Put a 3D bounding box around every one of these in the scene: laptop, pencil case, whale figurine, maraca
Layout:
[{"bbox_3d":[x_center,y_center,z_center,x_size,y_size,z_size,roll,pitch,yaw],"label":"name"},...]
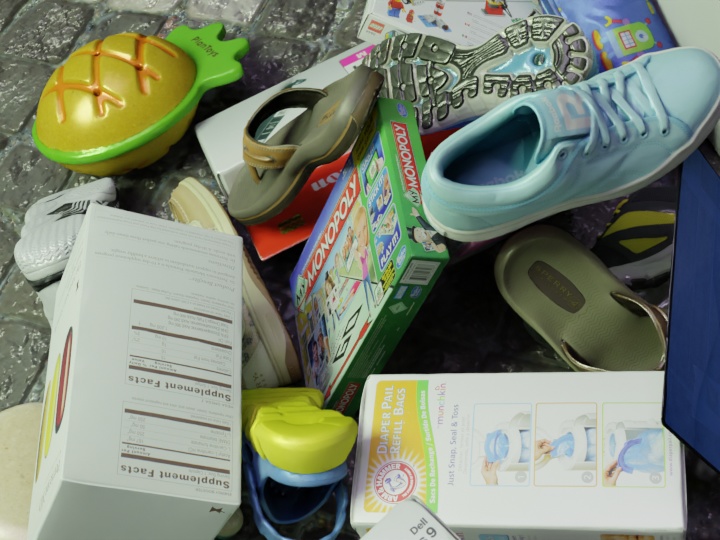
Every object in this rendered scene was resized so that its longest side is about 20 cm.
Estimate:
[{"bbox_3d":[0.277,0.037,0.775,0.197,0.116,0.190,9,68,3],"label":"laptop"},{"bbox_3d":[0.191,-0.182,0.970,0.086,0.078,0.202,-19,72,-13],"label":"pencil case"},{"bbox_3d":[-0.184,0.164,0.871,0.197,0.104,0.161,-1,52,-17],"label":"whale figurine"},{"bbox_3d":[-0.187,-0.152,1.067,0.199,0.108,0.137,-34,46,-17],"label":"maraca"}]

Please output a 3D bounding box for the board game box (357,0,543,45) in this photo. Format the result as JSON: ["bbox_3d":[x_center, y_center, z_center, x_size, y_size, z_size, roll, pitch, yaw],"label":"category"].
[{"bbox_3d":[0.104,-0.207,1.018,0.198,0.035,0.128,21,58,-9],"label":"board game box"}]

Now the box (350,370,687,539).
[{"bbox_3d":[0.103,0.134,0.794,0.197,0.113,0.103,-1,58,14],"label":"box"}]

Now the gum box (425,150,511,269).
[{"bbox_3d":[0.104,-0.062,0.873,0.112,0.200,0.067,-26,87,-3],"label":"gum box"}]

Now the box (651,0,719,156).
[{"bbox_3d":[0.309,-0.230,0.938,0.169,0.201,0.200,-21,54,-3],"label":"box"}]

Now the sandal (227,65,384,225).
[{"bbox_3d":[-0.051,-0.094,0.882,0.054,0.200,0.083,29,65,-18],"label":"sandal"}]

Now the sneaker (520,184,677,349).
[{"bbox_3d":[0.197,-0.008,0.902,0.198,0.075,0.085,-22,47,-12],"label":"sneaker"}]

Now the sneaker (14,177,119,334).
[{"bbox_3d":[-0.216,0.003,0.991,0.074,0.116,0.200,-17,20,1],"label":"sneaker"}]

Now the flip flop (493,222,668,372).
[{"bbox_3d":[0.172,0.044,0.818,0.081,0.199,0.058,-50,11,8],"label":"flip flop"}]

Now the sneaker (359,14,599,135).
[{"bbox_3d":[0.087,-0.132,0.937,0.198,0.090,0.080,-1,80,30],"label":"sneaker"}]

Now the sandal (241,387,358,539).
[{"bbox_3d":[-0.052,0.125,0.819,0.078,0.200,0.088,-3,96,-10],"label":"sandal"}]

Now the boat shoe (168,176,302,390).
[{"bbox_3d":[-0.110,0.010,0.956,0.062,0.074,0.201,-26,55,-8],"label":"boat shoe"}]

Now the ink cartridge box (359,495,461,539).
[{"bbox_3d":[0.018,0.236,0.691,0.146,0.201,0.084,-41,58,-15],"label":"ink cartridge box"}]

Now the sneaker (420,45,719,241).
[{"bbox_3d":[0.127,-0.078,0.731,0.198,0.082,0.075,-29,74,2],"label":"sneaker"}]

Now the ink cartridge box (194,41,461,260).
[{"bbox_3d":[-0.022,-0.107,1.004,0.198,0.044,0.174,-26,35,-4],"label":"ink cartridge box"}]

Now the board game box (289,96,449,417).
[{"bbox_3d":[0.000,0.000,0.868,0.029,0.201,0.136,4,50,-21],"label":"board game box"}]

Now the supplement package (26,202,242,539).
[{"bbox_3d":[-0.143,0.077,0.809,0.108,0.114,0.202,12,50,-20],"label":"supplement package"}]
